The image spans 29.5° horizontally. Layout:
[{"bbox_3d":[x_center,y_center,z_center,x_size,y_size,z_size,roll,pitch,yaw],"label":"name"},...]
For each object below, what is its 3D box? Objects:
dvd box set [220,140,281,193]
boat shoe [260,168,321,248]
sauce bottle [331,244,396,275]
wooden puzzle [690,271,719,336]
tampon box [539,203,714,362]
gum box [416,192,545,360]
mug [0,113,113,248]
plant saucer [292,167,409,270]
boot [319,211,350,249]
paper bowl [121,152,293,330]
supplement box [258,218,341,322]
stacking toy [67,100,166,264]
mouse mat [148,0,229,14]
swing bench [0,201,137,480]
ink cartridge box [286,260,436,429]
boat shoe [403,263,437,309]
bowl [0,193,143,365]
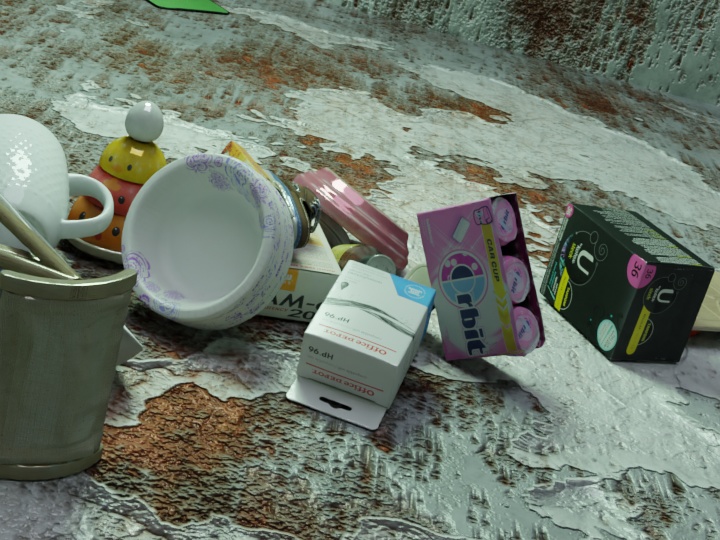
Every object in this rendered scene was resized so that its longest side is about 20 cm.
[{"bbox_3d":[-0.179,-0.080,1.776,0.029,0.147,0.200,34,7,-26],"label":"dvd box set"},{"bbox_3d":[-0.089,-0.081,1.755,0.072,0.073,0.200,9,23,-23],"label":"boat shoe"},{"bbox_3d":[0.000,0.000,1.744,0.066,0.067,0.200,9,1,-15],"label":"sauce bottle"},{"bbox_3d":[0.507,0.058,2.071,0.199,0.047,0.185,-1,26,-25],"label":"wooden puzzle"},{"bbox_3d":[0.370,0.016,1.926,0.125,0.151,0.200,4,24,-27],"label":"tampon box"},{"bbox_3d":[0.150,0.014,1.701,0.113,0.201,0.066,-10,2,39],"label":"gum box"},{"bbox_3d":[-0.396,-0.080,1.641,0.199,0.148,0.176,2,33,-17],"label":"mug"},{"bbox_3d":[-0.005,-0.080,1.926,0.200,0.051,0.201,38,3,-2],"label":"plant saucer"},{"bbox_3d":[-0.119,-0.057,1.908,0.199,0.074,0.096,29,50,7],"label":"boot"},{"bbox_3d":[-0.173,-0.029,1.618,0.200,0.202,0.104,25,-5,23],"label":"paper bowl"},{"bbox_3d":[-0.106,-0.011,1.773,0.125,0.074,0.200,9,22,-16],"label":"supplement box"},{"bbox_3d":[-0.294,-0.121,1.741,0.145,0.201,0.146,13,20,-5],"label":"stacking toy"},{"bbox_3d":[-0.421,-0.626,3.171,0.199,0.008,0.161,-4,28,-38],"label":"mouse mat"},{"bbox_3d":[-0.328,0.066,1.260,0.199,0.200,0.129,26,24,27],"label":"swing bench"},{"bbox_3d":[0.002,0.082,1.565,0.115,0.068,0.200,19,37,9],"label":"ink cartridge box"},{"bbox_3d":[0.038,0.064,1.712,0.073,0.063,0.200,40,46,12],"label":"boat shoe"},{"bbox_3d":[-0.333,0.019,1.442,0.200,0.075,0.200,52,-10,-36],"label":"bowl"}]
